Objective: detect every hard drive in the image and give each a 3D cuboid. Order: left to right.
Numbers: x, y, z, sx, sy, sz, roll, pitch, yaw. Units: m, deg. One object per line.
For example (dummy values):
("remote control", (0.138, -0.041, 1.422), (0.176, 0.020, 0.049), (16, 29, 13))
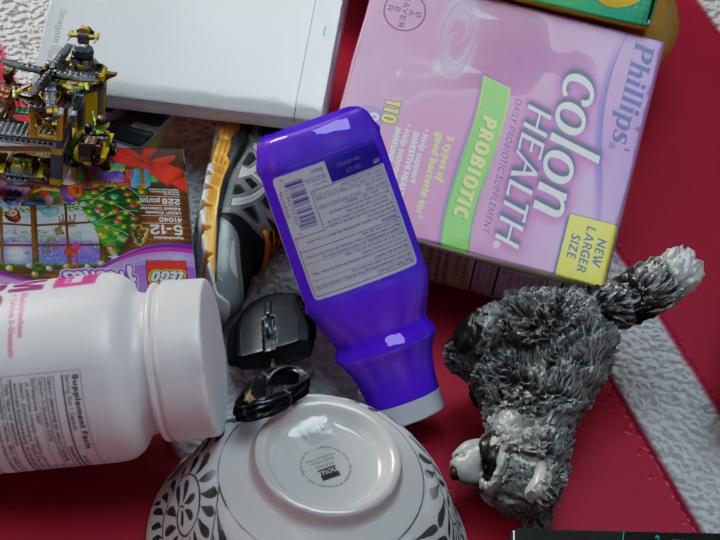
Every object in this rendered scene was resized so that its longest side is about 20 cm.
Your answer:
("hard drive", (-0.112, -0.168, 1.695), (0.199, 0.027, 0.132), (7, 69, 7))

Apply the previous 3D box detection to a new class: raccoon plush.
("raccoon plush", (0.142, 0.073, 1.547), (0.200, 0.097, 0.134), (-29, 61, 7))

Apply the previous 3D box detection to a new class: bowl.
("bowl", (-0.024, 0.139, 1.493), (0.200, 0.094, 0.201), (6, 47, -7))

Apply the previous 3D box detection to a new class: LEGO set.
("LEGO set", (-0.250, -0.136, 1.593), (0.199, 0.116, 0.154), (11, 30, 8))

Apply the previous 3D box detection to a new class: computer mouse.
("computer mouse", (-0.058, 0.049, 1.546), (0.058, 0.034, 0.200), (-11, 14, 2))

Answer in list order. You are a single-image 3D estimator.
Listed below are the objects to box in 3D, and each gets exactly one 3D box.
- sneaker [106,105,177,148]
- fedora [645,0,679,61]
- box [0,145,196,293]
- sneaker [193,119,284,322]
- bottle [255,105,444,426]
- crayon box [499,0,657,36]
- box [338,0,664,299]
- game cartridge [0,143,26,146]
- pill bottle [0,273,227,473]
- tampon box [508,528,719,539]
("sneaker", (-0.140, -0.147, 1.752), (0.078, 0.090, 0.200), (22, 70, 10))
("fedora", (0.134, -0.175, 1.824), (0.200, 0.082, 0.201), (4, 41, -3))
("box", (-0.207, -0.020, 1.596), (0.199, 0.039, 0.137), (0, 48, -11))
("sneaker", (-0.070, -0.042, 1.666), (0.077, 0.078, 0.200), (14, 45, -4))
("bottle", (0.000, 0.000, 1.576), (0.083, 0.201, 0.065), (-20, 7, -2))
("crayon box", (0.103, -0.205, 1.693), (0.199, 0.119, 0.058), (14, 88, 4))
("box", (0.083, -0.082, 1.667), (0.199, 0.097, 0.176), (15, 76, 3))
("game cartridge", (-0.263, -0.036, 1.650), (0.133, 0.041, 0.200), (-27, 58, -35))
("pill bottle", (-0.185, 0.061, 1.489), (0.199, 0.114, 0.114), (-6, 47, 4))
("tampon box", (0.152, 0.262, 1.390), (0.149, 0.126, 0.200), (3, 48, -8))
